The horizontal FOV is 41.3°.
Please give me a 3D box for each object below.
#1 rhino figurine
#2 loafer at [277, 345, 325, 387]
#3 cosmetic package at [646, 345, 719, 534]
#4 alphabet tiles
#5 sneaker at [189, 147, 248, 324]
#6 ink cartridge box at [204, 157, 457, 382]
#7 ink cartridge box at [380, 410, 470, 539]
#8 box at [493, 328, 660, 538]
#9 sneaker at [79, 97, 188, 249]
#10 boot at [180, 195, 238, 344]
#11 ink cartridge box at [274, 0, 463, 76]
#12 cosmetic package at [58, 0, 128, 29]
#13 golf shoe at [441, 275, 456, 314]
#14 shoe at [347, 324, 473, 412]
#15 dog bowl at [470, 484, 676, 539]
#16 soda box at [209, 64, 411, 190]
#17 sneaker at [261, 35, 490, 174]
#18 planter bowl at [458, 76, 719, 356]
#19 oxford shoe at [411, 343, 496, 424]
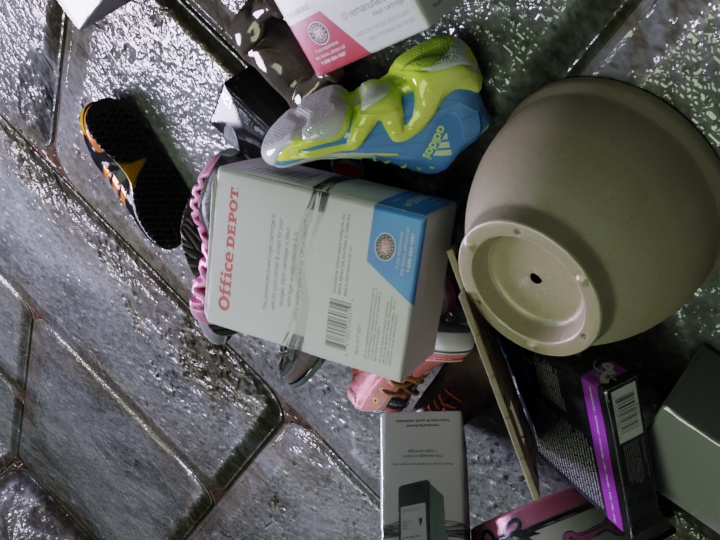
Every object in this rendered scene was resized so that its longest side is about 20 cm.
[{"bbox_3d":[-0.040,-0.170,0.853,0.200,0.060,0.087,49,143,-6],"label":"rhino figurine"},{"bbox_3d":[-0.052,0.062,0.988,0.063,0.072,0.200,35,149,-6],"label":"loafer"},{"bbox_3d":[0.326,0.166,0.766,0.199,0.090,0.107,38,146,19],"label":"cosmetic package"},{"bbox_3d":[0.113,0.074,0.803,0.007,0.167,0.202,-20,91,11],"label":"alphabet tiles"},{"bbox_3d":[-0.118,-0.023,0.964,0.095,0.079,0.202,23,125,29],"label":"sneaker"},{"bbox_3d":[-0.029,-0.007,0.838,0.198,0.084,0.148,16,110,22],"label":"ink cartridge box"},{"bbox_3d":[0.066,0.257,0.943,0.083,0.202,0.146,-3,154,7],"label":"ink cartridge box"},{"bbox_3d":[0.181,0.120,0.838,0.200,0.036,0.144,38,147,62],"label":"box"},{"bbox_3d":[-0.278,-0.120,1.177,0.090,0.070,0.201,15,137,60],"label":"sneaker"},{"bbox_3d":[-0.176,0.002,1.158,0.200,0.072,0.184,165,100,-84],"label":"boot"},{"bbox_3d":[-0.019,-0.266,0.708,0.146,0.083,0.201,-9,118,52],"label":"ink cartridge box"},{"bbox_3d":[-0.204,-0.305,0.843,0.091,0.107,0.199,53,145,-9],"label":"cosmetic package"},{"bbox_3d":[0.000,0.000,0.955,0.199,0.091,0.076,30,142,22],"label":"golf shoe"},{"bbox_3d":[0.047,0.099,0.964,0.199,0.071,0.092,-1,87,61],"label":"shoe"},{"bbox_3d":[0.194,0.253,0.918,0.074,0.198,0.200,68,151,19],"label":"dog bowl"},{"bbox_3d":[-0.048,-0.108,0.913,0.200,0.071,0.063,44,146,5],"label":"soda box"},{"bbox_3d":[0.017,-0.108,0.790,0.198,0.076,0.105,-20,124,25],"label":"sneaker"},{"bbox_3d":[0.157,-0.022,0.716,0.199,0.135,0.202,29,143,24],"label":"planter bowl"},{"bbox_3d":[0.100,0.134,0.995,0.071,0.073,0.201,40,146,11],"label":"oxford shoe"}]
